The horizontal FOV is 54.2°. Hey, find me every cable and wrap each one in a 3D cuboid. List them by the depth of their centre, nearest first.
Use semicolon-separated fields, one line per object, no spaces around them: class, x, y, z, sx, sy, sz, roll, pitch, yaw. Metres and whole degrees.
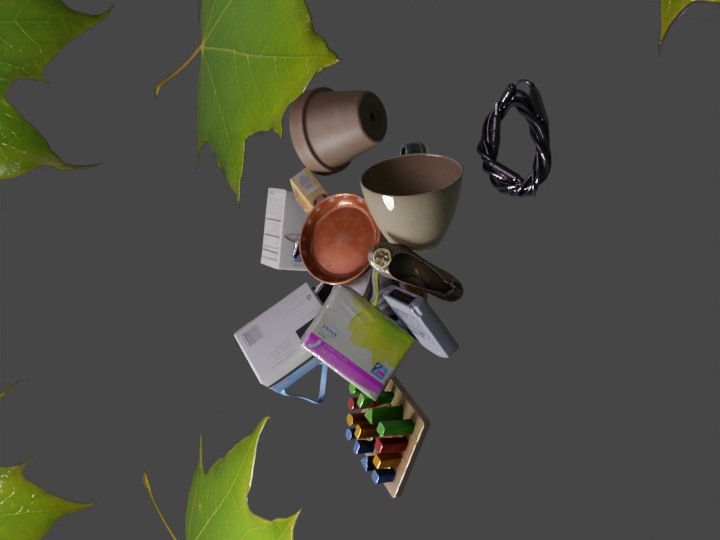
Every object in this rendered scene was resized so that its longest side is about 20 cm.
cable;0.262;-0.213;1.212;0.163;0.050;0.204;-39;56;50

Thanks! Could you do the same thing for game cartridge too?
game cartridge;0.115;0.098;1.341;0.041;0.134;0.200;-43;16;-7

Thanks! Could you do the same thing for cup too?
cup;0.102;-0.121;1.359;0.200;0.197;0.146;40;144;52

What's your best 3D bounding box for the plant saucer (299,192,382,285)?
plant saucer;-0.041;-0.067;1.525;0.196;0.032;0.205;-6;74;23

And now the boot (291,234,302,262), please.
boot;-0.099;-0.093;1.742;0.073;0.089;0.202;59;135;41

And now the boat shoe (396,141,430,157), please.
boat shoe;0.071;-0.208;1.506;0.200;0.061;0.074;-41;54;49

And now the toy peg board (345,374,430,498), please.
toy peg board;0.030;0.340;1.494;0.200;0.096;0.203;49;127;49

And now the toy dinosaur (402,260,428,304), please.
toy dinosaur;0.119;0.059;1.395;0.060;0.106;0.202;-29;101;21

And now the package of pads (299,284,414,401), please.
package of pads;-0.005;0.140;1.426;0.156;0.198;0.068;-55;0;-2

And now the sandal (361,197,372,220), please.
sandal;0.003;-0.128;1.605;0.200;0.074;0.049;30;129;55

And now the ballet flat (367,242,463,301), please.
ballet flat;0.105;0.005;1.321;0.068;0.197;0.046;-62;5;7

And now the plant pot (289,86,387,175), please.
plant pot;-0.035;-0.330;1.602;0.172;0.198;0.206;-6;82;38

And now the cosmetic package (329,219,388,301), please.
cosmetic package;0.000;0.000;1.536;0.081;0.050;0.204;19;87;26

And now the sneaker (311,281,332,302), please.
sneaker;-0.110;0.066;1.766;0.202;0.070;0.084;-59;41;37

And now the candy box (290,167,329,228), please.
candy box;-0.082;-0.131;1.641;0.201;0.055;0.116;53;171;17

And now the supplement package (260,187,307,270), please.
supplement package;-0.180;-0.108;1.851;0.117;0.115;0.205;14;99;57

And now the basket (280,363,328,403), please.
basket;-0.125;0.204;1.671;0.136;0.176;0.205;5;77;30

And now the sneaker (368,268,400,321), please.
sneaker;0.066;0.052;1.502;0.080;0.073;0.205;22;108;39

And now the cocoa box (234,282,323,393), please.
cocoa box;-0.148;0.150;1.537;0.134;0.198;0.131;54;177;21
